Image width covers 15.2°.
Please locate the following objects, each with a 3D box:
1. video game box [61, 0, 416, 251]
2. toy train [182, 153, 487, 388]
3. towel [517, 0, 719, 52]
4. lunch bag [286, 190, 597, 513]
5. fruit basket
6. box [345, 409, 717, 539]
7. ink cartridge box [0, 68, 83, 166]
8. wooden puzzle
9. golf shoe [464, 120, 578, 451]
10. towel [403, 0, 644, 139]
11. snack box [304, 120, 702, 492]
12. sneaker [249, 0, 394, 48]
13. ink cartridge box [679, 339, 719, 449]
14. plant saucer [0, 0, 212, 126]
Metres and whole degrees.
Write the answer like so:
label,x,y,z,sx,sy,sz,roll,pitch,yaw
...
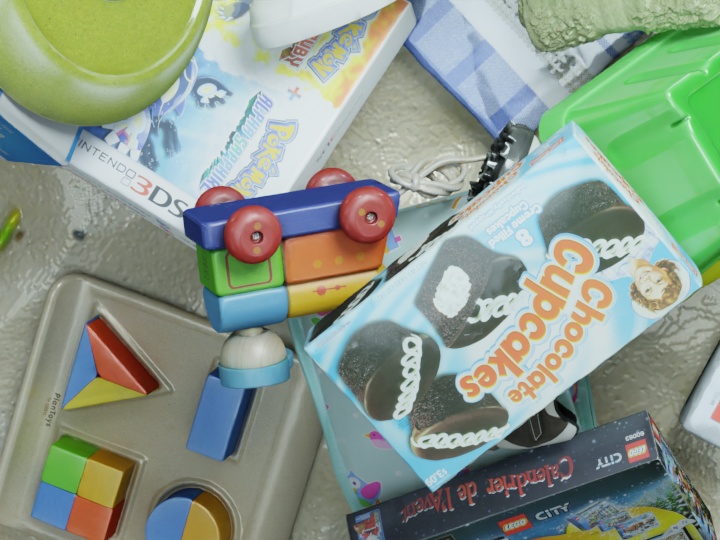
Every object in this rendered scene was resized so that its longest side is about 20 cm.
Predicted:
label,x,y,z,sx,sy,sz,roll,pitch,yaw
video game box,-0.094,-0.123,1.678,0.182,0.047,0.200,31,82,10
toy train,0.000,0.000,1.613,0.200,0.085,0.116,-10,105,-17
towel,0.153,-0.237,1.617,0.148,0.036,0.200,-6,90,34
lunch bag,0.053,0.057,1.701,0.170,0.122,0.200,-16,93,11
fruit basket,0.196,-0.063,1.639,0.216,0.216,0.156,-31,95,14
box,0.109,0.165,1.681,0.200,0.038,0.137,-20,141,12
ink cartridge box,-0.250,-0.151,1.660,0.200,0.084,0.145,7,68,36
wooden puzzle,-0.134,0.118,1.782,0.200,0.046,0.185,19,104,5
golf shoe,0.101,0.011,1.596,0.094,0.078,0.200,7,109,1
towel,0.115,-0.190,1.689,0.147,0.024,0.200,46,105,-1
snack box,0.081,0.022,1.541,0.200,0.037,0.116,-39,102,13
sneaker,0.004,-0.220,1.601,0.200,0.074,0.116,-28,112,5
ink cartridge box,0.324,0.073,1.694,0.200,0.050,0.162,28,105,6
plant saucer,-0.154,-0.185,1.586,0.031,0.200,0.200,0,104,47
